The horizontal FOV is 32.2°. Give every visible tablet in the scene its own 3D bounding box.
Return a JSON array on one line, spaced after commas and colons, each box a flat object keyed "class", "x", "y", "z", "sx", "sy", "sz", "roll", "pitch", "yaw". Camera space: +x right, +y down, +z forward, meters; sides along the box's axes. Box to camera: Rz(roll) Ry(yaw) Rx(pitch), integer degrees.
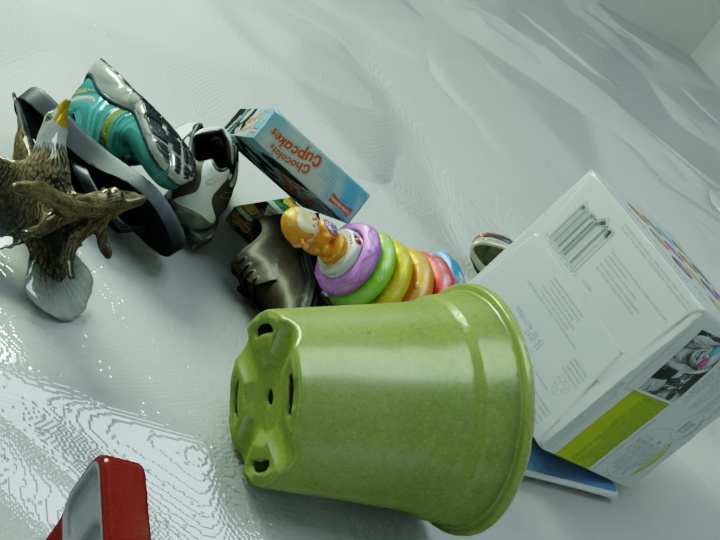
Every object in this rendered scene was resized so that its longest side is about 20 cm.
[{"class": "tablet", "x": 0.163, "y": 0.162, "z": 1.243, "sx": 0.198, "sy": 0.014, "sz": 0.131, "roll": 18, "pitch": 31, "yaw": -33}]

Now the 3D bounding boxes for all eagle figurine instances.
[{"class": "eagle figurine", "x": -0.268, "y": -0.070, "z": 0.992, "sx": 0.198, "sy": 0.151, "sz": 0.153, "roll": 18, "pitch": -33, "yaw": 35}]

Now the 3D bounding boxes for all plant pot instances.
[{"class": "plant pot", "x": 0.004, "y": 0.103, "z": 0.964, "sx": 0.182, "sy": 0.202, "sz": 0.201, "roll": 5, "pitch": 37, "yaw": -28}]

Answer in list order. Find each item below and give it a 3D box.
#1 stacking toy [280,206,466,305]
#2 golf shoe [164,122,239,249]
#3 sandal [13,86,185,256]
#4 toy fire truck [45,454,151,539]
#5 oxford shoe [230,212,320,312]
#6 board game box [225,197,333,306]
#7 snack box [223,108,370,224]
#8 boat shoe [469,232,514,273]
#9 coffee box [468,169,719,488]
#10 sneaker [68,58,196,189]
[{"class": "stacking toy", "x": 0.000, "y": 0.000, "z": 1.093, "sx": 0.200, "sy": 0.109, "sz": 0.117, "roll": 39, "pitch": 31, "yaw": -39}, {"class": "golf shoe", "x": -0.147, "y": -0.106, "z": 1.210, "sx": 0.077, "sy": 0.095, "sz": 0.201, "roll": 24, "pitch": 26, "yaw": -22}, {"class": "sandal", "x": -0.234, "y": -0.076, "z": 1.093, "sx": 0.200, "sy": 0.076, "sz": 0.043, "roll": 40, "pitch": 63, "yaw": 9}, {"class": "toy fire truck", "x": -0.144, "y": 0.207, "z": 0.586, "sx": 0.111, "sy": 0.169, "sz": 0.201, "roll": 22, "pitch": 28, "yaw": -27}, {"class": "oxford shoe", "x": -0.077, "y": 0.021, "z": 1.133, "sx": 0.083, "sy": 0.073, "sz": 0.201, "roll": 4, "pitch": 36, "yaw": -8}, {"class": "board game box", "x": -0.037, "y": 0.003, "z": 1.248, "sx": 0.200, "sy": 0.024, "sz": 0.104, "roll": 45, "pitch": 24, "yaw": 16}, {"class": "snack box", "x": -0.066, "y": -0.102, "z": 1.180, "sx": 0.116, "sy": 0.037, "sz": 0.200, "roll": 41, "pitch": -4, "yaw": -16}, {"class": "boat shoe", "x": 0.215, "y": 0.020, "z": 1.478, "sx": 0.199, "sy": 0.072, "sz": 0.063, "roll": 34, "pitch": 9, "yaw": 9}, {"class": "coffee box", "x": 0.251, "y": 0.063, "z": 1.243, "sx": 0.197, "sy": 0.200, "sz": 0.201, "roll": 28, "pitch": 25, "yaw": -47}, {"class": "sneaker", "x": -0.213, "y": -0.118, "z": 1.137, "sx": 0.200, "sy": 0.080, "sz": 0.078, "roll": 41, "pitch": -4, "yaw": 47}]
